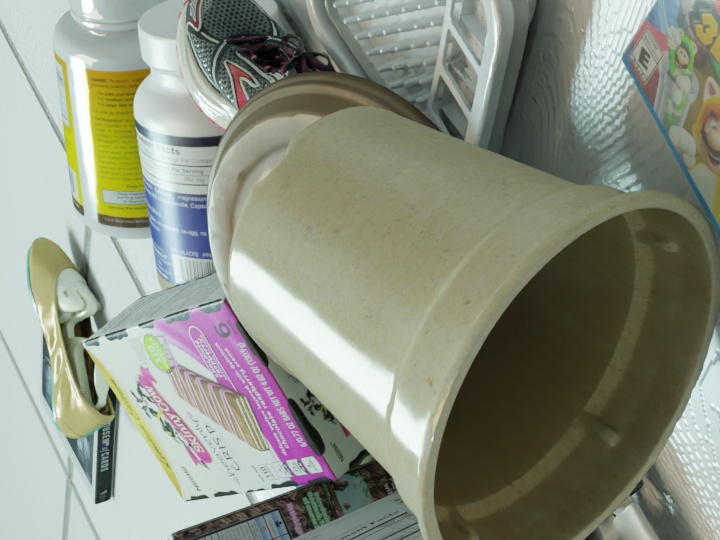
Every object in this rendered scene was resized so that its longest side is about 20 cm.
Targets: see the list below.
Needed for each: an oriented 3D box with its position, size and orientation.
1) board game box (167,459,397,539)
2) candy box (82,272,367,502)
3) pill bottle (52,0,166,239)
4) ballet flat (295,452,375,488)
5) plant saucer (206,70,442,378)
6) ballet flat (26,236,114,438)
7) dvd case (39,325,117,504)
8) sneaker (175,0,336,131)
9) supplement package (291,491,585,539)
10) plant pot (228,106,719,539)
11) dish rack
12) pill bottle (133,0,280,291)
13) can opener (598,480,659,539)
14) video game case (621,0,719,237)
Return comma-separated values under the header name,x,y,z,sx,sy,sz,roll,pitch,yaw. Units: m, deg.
name,x,y,z,sx,sy,sz,roll,pitch,yaw
board game box,-0.014,0.224,1.271,0.160,0.199,0.097,65,154,17
candy box,-0.084,0.074,1.293,0.199,0.061,0.137,-17,108,56
pill bottle,-0.172,-0.133,1.491,0.109,0.109,0.201,44,144,48
ballet flat,0.003,0.094,1.317,0.067,0.062,0.200,46,147,7
plant saucer,-0.012,-0.012,1.116,0.199,0.029,0.202,15,118,31
ballet flat,-0.274,0.061,1.927,0.063,0.068,0.202,-15,83,30
dvd case,-0.293,0.127,2.055,0.151,0.025,0.201,56,152,32
sneaker,-0.045,-0.109,1.195,0.200,0.080,0.075,55,146,31
supplement package,0.060,0.233,1.159,0.111,0.155,0.202,3,113,64
plant pot,0.040,0.017,0.958,0.183,0.200,0.202,33,137,36
dish rack,0.034,-0.149,1.102,0.201,0.043,0.172,56,153,33
pill bottle,-0.092,-0.079,1.342,0.116,0.115,0.202,37,138,53
can opener,0.120,0.119,1.064,0.201,0.066,0.053,64,154,17
video game case,0.183,-0.090,0.841,0.144,0.018,0.200,65,155,20
